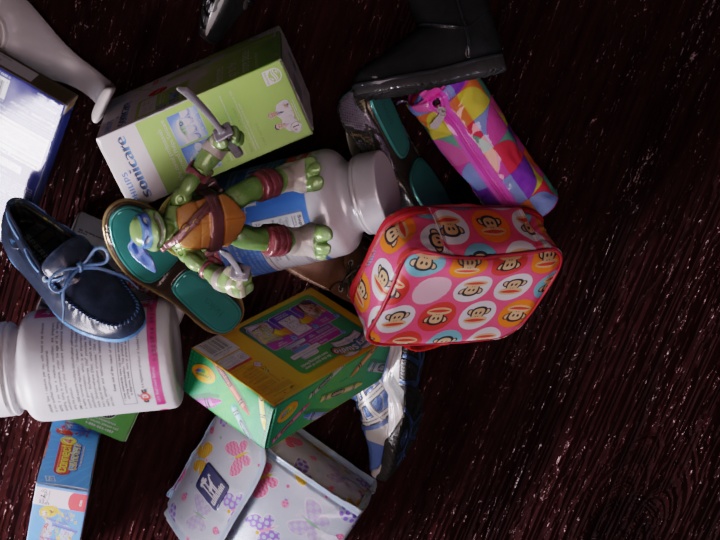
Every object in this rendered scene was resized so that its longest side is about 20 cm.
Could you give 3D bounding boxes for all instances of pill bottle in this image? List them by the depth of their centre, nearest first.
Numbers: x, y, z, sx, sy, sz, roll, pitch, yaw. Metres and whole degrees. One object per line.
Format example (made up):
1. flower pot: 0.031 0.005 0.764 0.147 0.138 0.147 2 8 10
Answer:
1. pill bottle: -0.284 0.093 1.549 0.197 0.114 0.115 -6 112 -1
2. pill bottle: -0.063 -0.062 1.571 0.198 0.113 0.113 -13 113 18

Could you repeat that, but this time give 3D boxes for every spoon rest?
1. spoon rest: -0.335 -0.219 1.546 0.199 0.061 0.100 32 107 2

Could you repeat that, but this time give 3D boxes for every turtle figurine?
1. turtle figurine: -0.103 -0.055 1.411 0.192 0.145 0.201 -9 147 -40

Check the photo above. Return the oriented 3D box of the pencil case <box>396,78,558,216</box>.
1. pencil case: 0.126 -0.128 1.597 0.088 0.089 0.200 -36 111 10

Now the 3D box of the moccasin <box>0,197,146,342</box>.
1. moccasin: -0.295 -0.001 1.508 0.199 0.080 0.069 32 145 24

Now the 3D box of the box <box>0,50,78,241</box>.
1. box: -0.372 -0.128 1.556 0.120 0.032 0.201 29 126 0

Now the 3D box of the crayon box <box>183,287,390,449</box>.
1. crayon box: -0.074 0.098 1.593 0.118 0.199 0.059 32 125 26

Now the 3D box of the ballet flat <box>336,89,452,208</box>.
1. ballet flat: 0.035 -0.109 1.616 0.072 0.072 0.201 -28 111 8

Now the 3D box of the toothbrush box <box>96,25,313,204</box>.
1. toothbrush box: -0.154 -0.156 1.533 0.198 0.146 0.087 -23 111 7

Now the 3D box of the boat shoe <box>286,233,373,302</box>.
1. boat shoe: 0.000 0.000 1.647 0.198 0.068 0.073 14 111 -9

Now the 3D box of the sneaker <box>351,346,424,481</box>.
1. sneaker: 0.026 0.143 1.715 0.076 0.076 0.202 14 116 20

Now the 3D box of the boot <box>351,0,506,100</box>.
1. boot: 0.048 -0.279 1.496 0.163 0.066 0.203 -13 90 -17

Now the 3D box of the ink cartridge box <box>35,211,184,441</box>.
1. ink cartridge box: -0.278 0.061 1.643 0.145 0.084 0.201 24 109 -12

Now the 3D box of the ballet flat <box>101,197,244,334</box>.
1. ballet flat: -0.194 -0.008 1.524 0.068 0.063 0.200 -40 125 1

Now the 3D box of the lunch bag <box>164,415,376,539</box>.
1. lunch bag: -0.110 0.264 1.714 0.199 0.127 0.170 35 106 5

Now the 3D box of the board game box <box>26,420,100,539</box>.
1. board game box: -0.329 0.271 1.665 0.055 0.196 0.202 11 111 -8

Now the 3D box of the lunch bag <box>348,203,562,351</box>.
1. lunch bag: 0.094 0.016 1.566 0.198 0.082 0.177 0 137 -27

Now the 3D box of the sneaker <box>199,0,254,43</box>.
1. sneaker: -0.090 -0.307 1.518 0.087 0.076 0.201 23 109 -19
